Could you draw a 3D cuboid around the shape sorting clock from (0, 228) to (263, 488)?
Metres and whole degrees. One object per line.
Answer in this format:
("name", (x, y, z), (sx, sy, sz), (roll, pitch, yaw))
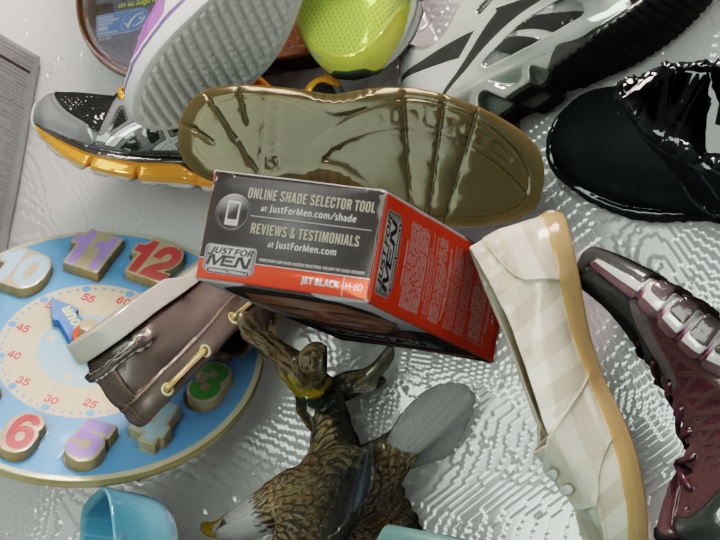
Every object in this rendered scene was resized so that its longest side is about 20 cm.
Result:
("shape sorting clock", (-0.154, 0.045, 1.530), (0.199, 0.039, 0.200), (1, 40, -1))

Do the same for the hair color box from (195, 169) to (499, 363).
("hair color box", (0.000, 0.000, 1.442), (0.101, 0.200, 0.062), (8, 82, 23))

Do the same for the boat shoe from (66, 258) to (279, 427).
("boat shoe", (-0.081, 0.023, 1.493), (0.072, 0.200, 0.060), (-33, 91, 38))

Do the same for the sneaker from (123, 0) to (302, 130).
("sneaker", (-0.079, -0.180, 1.499), (0.201, 0.072, 0.114), (-54, 46, 23))

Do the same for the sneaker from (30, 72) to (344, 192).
("sneaker", (-0.094, -0.086, 1.561), (0.199, 0.078, 0.078), (9, 102, 13))

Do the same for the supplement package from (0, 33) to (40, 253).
("supplement package", (-0.278, -0.049, 1.613), (0.109, 0.114, 0.201), (6, 81, 21))

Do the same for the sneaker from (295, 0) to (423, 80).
("sneaker", (-0.009, -0.207, 1.512), (0.078, 0.090, 0.201), (-3, 76, 13))

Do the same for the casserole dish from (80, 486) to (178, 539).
("casserole dish", (-0.125, 0.182, 1.481), (0.039, 0.200, 0.122), (-5, 81, -12))

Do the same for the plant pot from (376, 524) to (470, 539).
("plant pot", (0.087, 0.216, 1.380), (0.199, 0.141, 0.142), (25, 89, 17))

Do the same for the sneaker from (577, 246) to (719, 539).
("sneaker", (0.170, 0.081, 1.428), (0.200, 0.076, 0.116), (38, 97, 24))

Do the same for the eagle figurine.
("eagle figurine", (-0.026, 0.145, 1.459), (0.151, 0.151, 0.201), (-41, 41, 50))

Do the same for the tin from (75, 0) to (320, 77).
("tin", (-0.072, -0.170, 1.598), (0.199, 0.042, 0.113), (-7, 80, 20))

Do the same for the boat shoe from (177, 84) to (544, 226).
("boat shoe", (0.002, -0.064, 1.480), (0.200, 0.066, 0.072), (7, 87, 4))

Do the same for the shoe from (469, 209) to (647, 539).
("shoe", (0.106, 0.070, 1.440), (0.053, 0.070, 0.201), (-14, 85, -9))

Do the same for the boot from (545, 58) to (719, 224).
("boot", (0.170, -0.067, 1.408), (0.198, 0.162, 0.074), (18, 85, 24))

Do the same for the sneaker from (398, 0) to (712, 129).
("sneaker", (0.104, -0.143, 1.499), (0.199, 0.074, 0.089), (-28, 69, 16))
